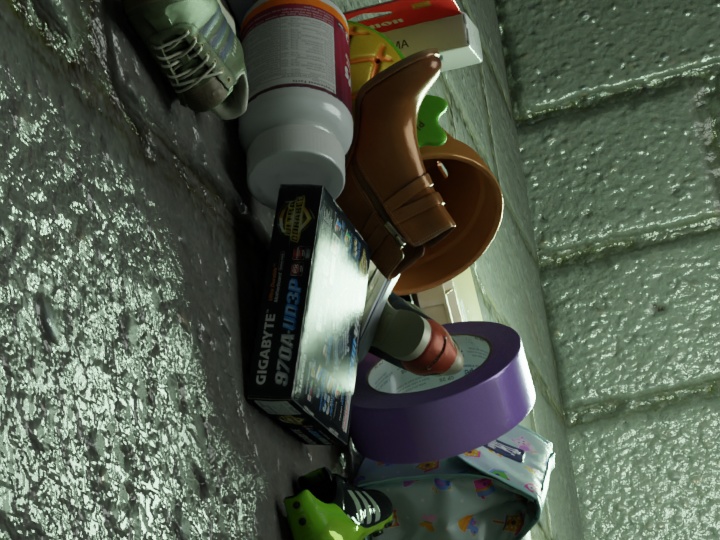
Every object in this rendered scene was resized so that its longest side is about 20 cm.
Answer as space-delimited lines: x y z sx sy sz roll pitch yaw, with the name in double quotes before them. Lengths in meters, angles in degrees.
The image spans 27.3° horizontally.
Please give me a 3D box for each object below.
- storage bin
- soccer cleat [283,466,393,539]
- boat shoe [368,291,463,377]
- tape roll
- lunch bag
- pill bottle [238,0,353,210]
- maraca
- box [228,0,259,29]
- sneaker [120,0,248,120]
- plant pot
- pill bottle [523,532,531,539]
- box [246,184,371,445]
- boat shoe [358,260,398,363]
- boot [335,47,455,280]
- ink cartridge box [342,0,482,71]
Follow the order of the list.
"storage bin" 0.099 0.061 1.930 0.199 0.093 0.201 -45 123 -74
"soccer cleat" -0.019 0.216 1.360 0.082 0.067 0.200 66 13 4
"boat shoe" 0.037 0.061 1.544 0.062 0.072 0.200 28 -1 -30
"tape roll" 0.078 0.124 1.545 0.200 0.199 0.066 -68 145 -67
"lunch bag" 0.103 0.226 1.558 0.170 0.199 0.123 -49 126 -73
"pill bottle" -0.062 -0.160 1.406 0.110 0.109 0.201 61 21 -51
"maraca" 0.000 -0.180 1.547 0.200 0.137 0.107 41 -7 14
"box" -0.113 -0.352 1.498 0.201 0.048 0.159 -89 162 -45
"sneaker" -0.132 -0.176 1.207 0.200 0.067 0.090 24 50 -78
"plant pot" 0.044 -0.092 1.660 0.201 0.199 0.140 64 3 -47
"pill bottle" 0.163 0.333 1.915 0.111 0.110 0.201 48 32 -65
"box" -0.042 0.043 1.350 0.159 0.046 0.201 50 44 -64
"boat shoe" 0.000 0.000 1.509 0.062 0.072 0.201 38 64 -60
"boot" 0.046 -0.103 1.448 0.155 0.200 0.074 53 30 18
"ink cartridge box" 0.023 -0.248 1.648 0.176 0.199 0.045 19 61 -75
